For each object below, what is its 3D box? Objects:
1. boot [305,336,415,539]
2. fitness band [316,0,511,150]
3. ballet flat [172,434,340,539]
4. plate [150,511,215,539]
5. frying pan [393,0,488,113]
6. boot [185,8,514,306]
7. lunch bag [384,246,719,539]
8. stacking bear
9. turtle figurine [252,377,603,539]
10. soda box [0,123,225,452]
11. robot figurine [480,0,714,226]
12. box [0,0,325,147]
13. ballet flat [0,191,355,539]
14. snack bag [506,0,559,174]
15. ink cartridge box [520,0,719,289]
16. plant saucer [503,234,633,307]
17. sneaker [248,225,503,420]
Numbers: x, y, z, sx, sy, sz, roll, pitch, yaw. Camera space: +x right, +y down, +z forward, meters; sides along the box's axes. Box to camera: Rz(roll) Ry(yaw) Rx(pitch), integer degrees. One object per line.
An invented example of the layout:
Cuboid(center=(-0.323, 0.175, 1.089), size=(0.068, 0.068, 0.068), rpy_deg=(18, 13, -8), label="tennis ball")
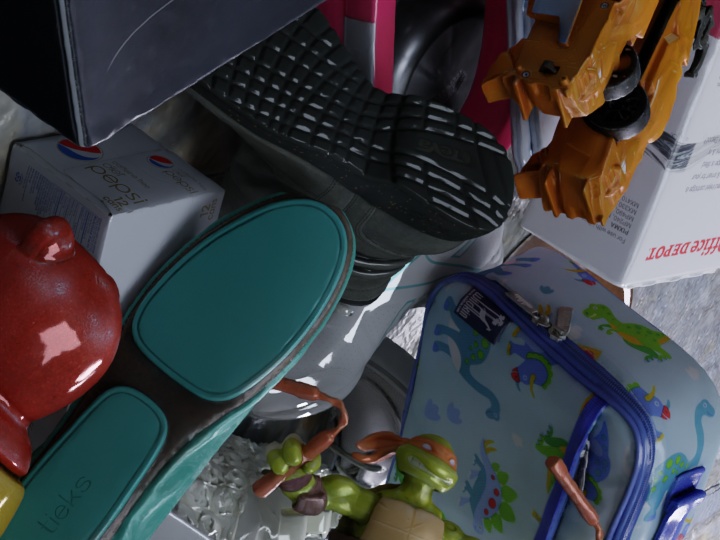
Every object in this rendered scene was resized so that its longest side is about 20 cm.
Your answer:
Cuboid(center=(0.003, 0.119, 1.009), size=(0.096, 0.073, 0.201), rpy_deg=(-51, 152, -22), label="boot")
Cuboid(center=(0.037, -0.129, 0.825), size=(0.143, 0.037, 0.202), rpy_deg=(-20, 122, -48), label="fitness band")
Cuboid(center=(-0.049, 0.118, 0.888), size=(0.072, 0.071, 0.200), rpy_deg=(-60, 169, 7), label="ballet flat")
Cuboid(center=(-0.096, 0.219, 0.785), size=(0.200, 0.032, 0.201), rpy_deg=(38, 71, -36), label="plate")
Cuboid(center=(0.035, -0.070, 0.923), size=(0.115, 0.031, 0.192), rpy_deg=(-33, 140, -35), label="frying pan")
Cuboid(center=(-0.043, -0.050, 0.761), size=(0.199, 0.130, 0.068), rpy_deg=(33, 55, -22), label="boot")
Cuboid(center=(0.092, 0.104, 0.897), size=(0.082, 0.161, 0.202), rpy_deg=(-17, 136, -38), label="lunch bag")
Cuboid(center=(-0.170, 0.062, 0.645), size=(0.200, 0.113, 0.122), rpy_deg=(-48, 150, -9), label="stacking bear")
Cuboid(center=(0.002, 0.135, 0.800), size=(0.198, 0.064, 0.163), rpy_deg=(26, 80, -17), label="turtle figurine")
Cuboid(center=(-0.123, 0.043, 0.759), size=(0.068, 0.063, 0.202), rpy_deg=(-17, 133, -48), label="soda box")
Cuboid(center=(0.123, -0.131, 0.816), size=(0.201, 0.058, 0.146), rpy_deg=(-63, 151, -27), label="robot figurine")
Cuboid(center=(-0.061, -0.184, 0.567), size=(0.196, 0.124, 0.201), rpy_deg=(-35, 144, -31), label="box")
Cuboid(center=(-0.078, 0.051, 0.720), size=(0.200, 0.067, 0.070), rpy_deg=(-50, 173, -11), label="ballet flat")
Cuboid(center=(0.113, -0.175, 0.867), size=(0.189, 0.021, 0.202), rpy_deg=(-53, 146, -43), label="snack bag")
Cuboid(center=(0.193, -0.101, 1.064), size=(0.144, 0.084, 0.202), rpy_deg=(-8, 123, -53), label="ink cartridge box")
Cuboid(center=(0.120, 0.054, 1.164), size=(0.200, 0.034, 0.202), rpy_deg=(-36, 144, -32), label="plant saucer")
Cuboid(center=(0.000, 0.000, 0.889), size=(0.200, 0.070, 0.081), rpy_deg=(-36, 149, -34), label="sneaker")
